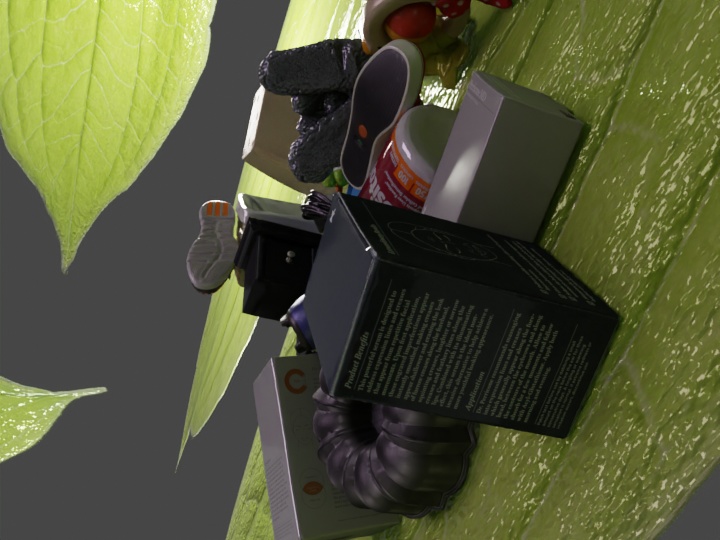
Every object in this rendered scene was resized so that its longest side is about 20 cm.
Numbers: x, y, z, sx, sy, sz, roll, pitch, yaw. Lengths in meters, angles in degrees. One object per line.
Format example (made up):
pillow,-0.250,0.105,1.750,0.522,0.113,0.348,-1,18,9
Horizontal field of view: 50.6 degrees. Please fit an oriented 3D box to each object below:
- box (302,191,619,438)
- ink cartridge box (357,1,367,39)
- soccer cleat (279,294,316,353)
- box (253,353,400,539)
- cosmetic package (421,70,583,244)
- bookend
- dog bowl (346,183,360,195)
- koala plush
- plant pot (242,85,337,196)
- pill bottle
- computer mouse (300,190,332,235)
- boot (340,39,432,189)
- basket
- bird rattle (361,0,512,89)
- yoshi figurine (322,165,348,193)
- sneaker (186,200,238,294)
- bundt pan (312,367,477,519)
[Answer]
box,0.068,0.032,0.594,0.149,0.196,0.109,-117,43,-65
ink cartridge box,0.071,-0.402,1.084,0.147,0.082,0.202,-100,28,-51
soccer cleat,-0.035,0.049,0.851,0.066,0.083,0.200,59,-178,1
box,-0.045,0.208,0.888,0.098,0.122,0.204,131,133,-56
cosmetic package,0.116,-0.068,0.705,0.107,0.088,0.204,-108,32,-65
bookend,-0.077,0.047,1.055,0.201,0.196,0.093,-93,23,-44
dog bowl,0.021,-0.085,1.084,0.201,0.049,0.113,-112,38,-61
koala plush,-0.020,-0.230,1.050,0.200,0.180,0.181,-61,-47,-80
plant pot,-0.123,-0.266,1.463,0.199,0.173,0.205,180,103,-73
pill bottle,0.056,-0.077,0.858,0.201,0.111,0.115,122,155,-48
computer mouse,0.000,0.000,0.835,0.046,0.201,0.139,-46,45,-14
boot,0.060,-0.193,0.883,0.073,0.143,0.201,50,147,20
basket,-0.105,-0.037,1.216,0.136,0.196,0.126,-131,52,-69
bird rattle,0.082,-0.290,0.873,0.200,0.159,0.115,138,124,-76
yoshi figurine,-0.037,-0.205,1.223,0.112,0.112,0.201,-41,20,19
sneaker,-0.226,-0.009,1.196,0.202,0.076,0.114,-90,6,-50
bundt pan,0.020,0.146,0.761,0.200,0.075,0.207,-10,77,48
